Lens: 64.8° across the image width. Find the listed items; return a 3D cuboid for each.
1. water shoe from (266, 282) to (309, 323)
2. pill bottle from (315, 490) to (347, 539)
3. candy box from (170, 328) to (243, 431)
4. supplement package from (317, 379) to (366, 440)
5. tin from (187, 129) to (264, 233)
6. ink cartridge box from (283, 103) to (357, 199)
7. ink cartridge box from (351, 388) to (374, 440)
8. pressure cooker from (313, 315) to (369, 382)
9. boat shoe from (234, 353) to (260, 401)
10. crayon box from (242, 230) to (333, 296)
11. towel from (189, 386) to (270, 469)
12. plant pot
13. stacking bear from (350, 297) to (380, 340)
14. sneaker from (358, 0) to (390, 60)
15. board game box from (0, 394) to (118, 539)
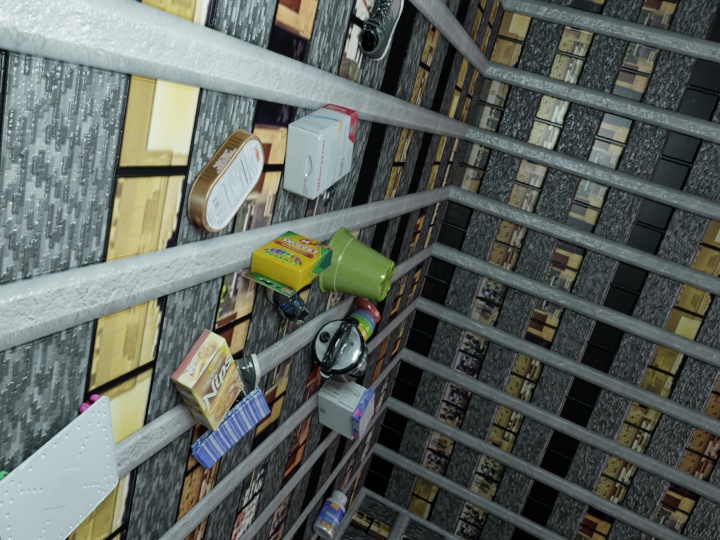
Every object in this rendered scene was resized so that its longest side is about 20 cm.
[{"bbox_3d":[-0.170,0.068,1.390,0.073,0.077,0.201,-64,163,-19],"label":"water shoe"},{"bbox_3d":[-0.141,1.180,2.751,0.115,0.109,0.202,94,22,-46],"label":"pill bottle"},{"bbox_3d":[-0.306,0.227,1.155,0.203,0.054,0.117,89,26,-52],"label":"candy box"},{"bbox_3d":[-0.069,0.503,2.111,0.112,0.151,0.204,-52,157,-38],"label":"supplement package"},{"bbox_3d":[-0.231,-0.156,0.997,0.113,0.041,0.204,91,23,-59],"label":"tin"},{"bbox_3d":[-0.087,-0.270,1.265,0.200,0.080,0.150,-48,153,-54],"label":"ink cartridge box"},{"bbox_3d":[0.010,0.510,2.036,0.121,0.041,0.203,-57,162,-34],"label":"ink cartridge box"},{"bbox_3d":[-0.064,0.256,1.813,0.201,0.172,0.182,72,3,-65],"label":"pressure cooker"},{"bbox_3d":[-0.276,0.273,1.330,0.066,0.073,0.204,-14,140,-26],"label":"boat shoe"},{"bbox_3d":[-0.155,-0.019,1.251,0.200,0.123,0.052,-43,150,-60],"label":"crayon box"},{"bbox_3d":[-0.293,0.367,1.306,0.199,0.024,0.147,-40,153,-22],"label":"towel"},{"bbox_3d":[0.000,0.000,1.693,0.200,0.184,0.207,20,90,-74],"label":"plant pot"},{"bbox_3d":[-0.019,0.219,2.052,0.202,0.111,0.124,-54,158,-33],"label":"stacking bear"},{"bbox_3d":[0.050,-0.607,1.356,0.099,0.069,0.206,-49,158,-63],"label":"sneaker"},{"bbox_3d":[-0.446,0.316,0.837,0.200,0.025,0.206,-48,152,-54],"label":"board game box"}]
